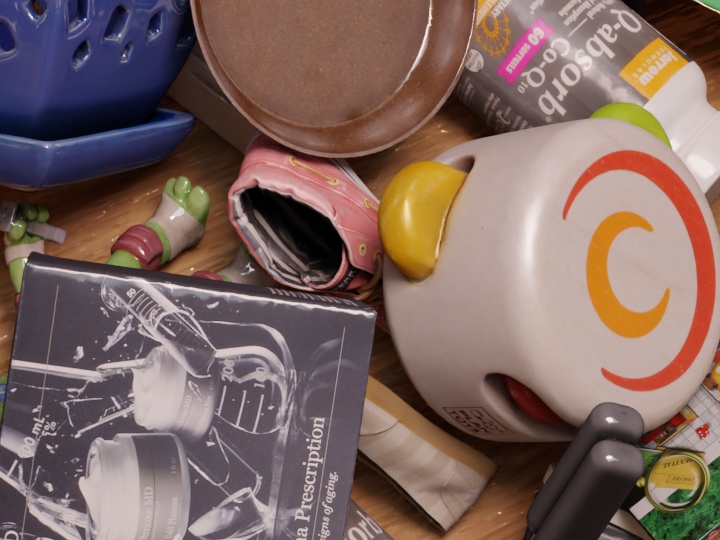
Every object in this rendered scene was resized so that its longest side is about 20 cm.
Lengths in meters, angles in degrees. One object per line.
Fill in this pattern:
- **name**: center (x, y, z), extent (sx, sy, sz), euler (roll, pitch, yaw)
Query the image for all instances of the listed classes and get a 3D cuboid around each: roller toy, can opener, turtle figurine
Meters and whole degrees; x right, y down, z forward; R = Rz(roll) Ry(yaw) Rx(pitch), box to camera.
- **roller toy**: center (0.108, 0.009, 1.368), extent (0.199, 0.139, 0.184), euler (-20, 99, -41)
- **can opener**: center (0.123, 0.150, 1.338), extent (0.066, 0.201, 0.053), euler (10, 48, -8)
- **turtle figurine**: center (-0.141, 0.002, 1.370), extent (0.194, 0.143, 0.201), euler (-36, 117, -40)

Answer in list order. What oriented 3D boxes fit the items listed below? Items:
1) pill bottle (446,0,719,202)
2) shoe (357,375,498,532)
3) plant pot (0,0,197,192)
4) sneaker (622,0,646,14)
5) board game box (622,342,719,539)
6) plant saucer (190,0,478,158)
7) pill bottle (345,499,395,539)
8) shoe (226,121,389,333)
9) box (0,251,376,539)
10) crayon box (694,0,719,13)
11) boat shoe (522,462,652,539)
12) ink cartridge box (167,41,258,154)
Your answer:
- **pill bottle**: center (0.147, -0.113, 1.493), extent (0.200, 0.117, 0.116), euler (40, 66, 10)
- **shoe**: center (-0.003, 0.088, 1.384), extent (0.200, 0.070, 0.054), euler (35, 88, -24)
- **plant pot**: center (-0.206, -0.152, 1.378), extent (0.199, 0.200, 0.181), euler (12, 105, 23)
- **sneaker**: center (0.110, -0.239, 1.581), extent (0.199, 0.066, 0.079), euler (26, 60, 3)
- **board game box**: center (0.235, 0.080, 1.366), extent (0.200, 0.023, 0.105), euler (-39, 47, -2)
- **plant saucer**: center (-0.020, -0.168, 1.399), extent (0.199, 0.034, 0.202), euler (-1, 91, -31)
- **pill bottle**: center (-0.036, 0.182, 1.336), extent (0.200, 0.117, 0.116), euler (42, 66, 10)
- **shoe**: center (0.000, 0.000, 1.411), extent (0.200, 0.071, 0.091), euler (44, 26, -11)
- **box**: center (-0.098, 0.103, 1.212), extent (0.181, 0.104, 0.201), euler (8, 92, -6)
- **crayon box**: center (0.220, -0.226, 1.544), extent (0.199, 0.059, 0.173), euler (27, 23, 3)
- **boat shoe**: center (0.186, 0.192, 1.400), extent (0.199, 0.075, 0.066), euler (29, 100, 0)
- **ink cartridge box**: center (-0.035, -0.173, 1.515), extent (0.145, 0.083, 0.200), euler (37, 66, 9)
